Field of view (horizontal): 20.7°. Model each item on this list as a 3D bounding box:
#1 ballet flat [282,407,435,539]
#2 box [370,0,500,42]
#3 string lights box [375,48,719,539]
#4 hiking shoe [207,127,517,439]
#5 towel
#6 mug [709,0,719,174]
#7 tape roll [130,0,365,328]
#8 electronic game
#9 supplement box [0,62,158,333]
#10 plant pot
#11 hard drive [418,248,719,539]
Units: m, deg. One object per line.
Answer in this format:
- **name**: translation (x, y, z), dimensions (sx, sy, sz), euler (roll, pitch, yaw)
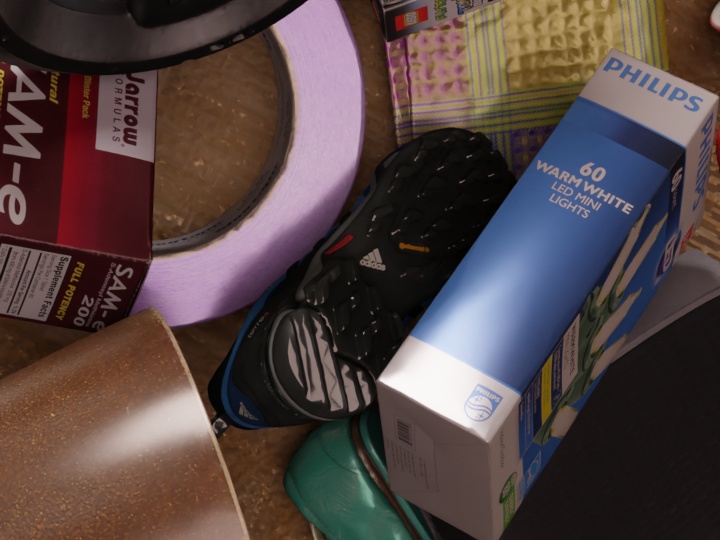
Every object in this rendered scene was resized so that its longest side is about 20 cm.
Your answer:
- **ballet flat**: translation (0.029, 0.159, 0.978), dimensions (0.070, 0.067, 0.201), euler (-31, 102, 21)
- **box**: translation (0.027, -0.213, 0.893), dimensions (0.109, 0.035, 0.201), euler (-20, 73, -3)
- **string lights box**: translation (0.085, 0.010, 0.877), dimensions (0.059, 0.103, 0.201), euler (27, 64, 20)
- **hiking shoe**: translation (0.000, 0.000, 0.896), dimensions (0.075, 0.086, 0.200), euler (57, 46, -10)
- **towel**: translation (0.086, -0.066, 0.973), dimensions (0.142, 0.023, 0.202), euler (-8, 99, -9)
- **mug**: translation (0.255, -0.056, 0.952), dimensions (0.177, 0.133, 0.201), euler (-32, 105, -2)
- **tape roll**: translation (-0.099, -0.076, 0.921), dimensions (0.198, 0.066, 0.202), euler (-1, 96, -9)
- **electronic game**: translation (-0.075, -0.140, 0.755), dimensions (0.198, 0.200, 0.042), euler (-19, 66, -6)
- **supplement box**: translation (-0.186, -0.048, 0.809), dimensions (0.198, 0.061, 0.110), euler (10, 53, -18)
- **plant pot**: translation (-0.148, 0.133, 0.776), dimensions (0.198, 0.187, 0.189), euler (-17, 99, -12)
- **hard drive**: translation (0.126, 0.093, 0.953), dimensions (0.199, 0.042, 0.136), euler (-34, 107, -23)
